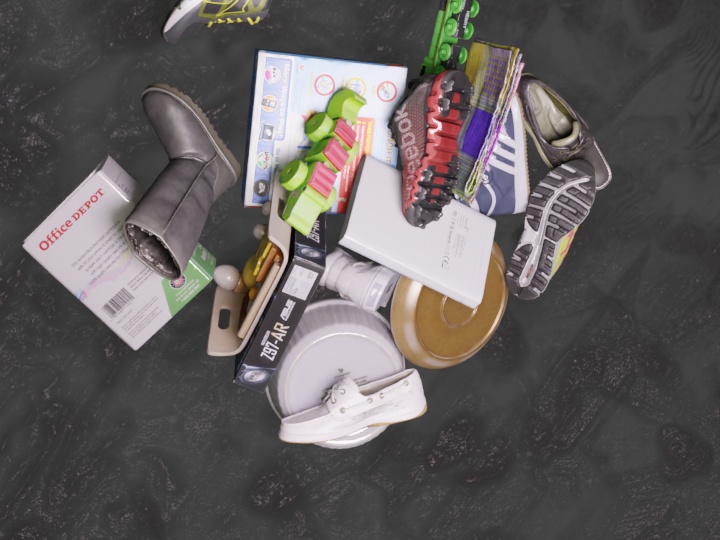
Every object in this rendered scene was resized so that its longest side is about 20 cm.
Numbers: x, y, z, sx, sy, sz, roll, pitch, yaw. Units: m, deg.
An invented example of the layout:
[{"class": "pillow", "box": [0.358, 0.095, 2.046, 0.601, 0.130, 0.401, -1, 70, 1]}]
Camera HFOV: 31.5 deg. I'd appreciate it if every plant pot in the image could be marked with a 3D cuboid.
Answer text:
[{"class": "plant pot", "box": [0.128, 0.042, 1.710, 0.199, 0.027, 0.202, -14, 115, -32]}]

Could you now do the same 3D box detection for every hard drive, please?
[{"class": "hard drive", "box": [0.075, -0.050, 1.627, 0.199, 0.027, 0.133, 26, 56, -17]}]

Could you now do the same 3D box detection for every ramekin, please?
[{"class": "ramekin", "box": [-0.030, 0.145, 1.715, 0.200, 0.094, 0.204, -2, 103, -9]}]

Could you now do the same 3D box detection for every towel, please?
[{"class": "towel", "box": [0.145, -0.198, 1.640, 0.023, 0.144, 0.202, 14, 103, -24]}]

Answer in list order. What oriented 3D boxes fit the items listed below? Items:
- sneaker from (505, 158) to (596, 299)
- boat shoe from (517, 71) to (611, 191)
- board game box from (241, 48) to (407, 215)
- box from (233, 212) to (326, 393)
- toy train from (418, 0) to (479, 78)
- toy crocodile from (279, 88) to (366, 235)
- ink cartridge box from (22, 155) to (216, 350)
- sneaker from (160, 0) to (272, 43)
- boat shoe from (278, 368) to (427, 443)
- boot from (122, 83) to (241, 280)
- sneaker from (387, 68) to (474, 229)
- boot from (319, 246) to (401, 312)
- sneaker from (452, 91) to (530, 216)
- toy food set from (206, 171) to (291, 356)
[{"class": "sneaker", "box": [0.257, -0.061, 1.721, 0.078, 0.090, 0.201, 31, 105, 12]}, {"class": "boat shoe", "box": [0.269, -0.179, 1.705, 0.072, 0.066, 0.201, -41, 106, 1]}, {"class": "board game box", "box": [-0.049, -0.177, 1.657, 0.194, 0.056, 0.202, 5, 102, -11]}, {"class": "box", "box": [-0.101, 0.028, 1.614, 0.043, 0.161, 0.201, 20, 119, -14]}, {"class": "toy train", "box": [0.105, -0.266, 1.660, 0.041, 0.056, 0.202, 3, 106, -38]}, {"class": "toy crocodile", "box": [-0.043, -0.134, 1.572, 0.067, 0.061, 0.201, 40, 58, -28]}, {"class": "ink cartridge box", "box": [-0.304, -0.023, 1.624, 0.145, 0.084, 0.200, -41, 107, 13]}, {"class": "sneaker", "box": [-0.157, -0.335, 1.591, 0.199, 0.074, 0.085, -36, 107, 0]}, {"class": "boat shoe", "box": [-0.014, 0.169, 1.642, 0.198, 0.071, 0.070, -14, 104, -15]}, {"class": "boot", "box": [-0.243, -0.112, 1.571, 0.182, 0.072, 0.201, 46, 49, -15]}, {"class": "sneaker", "box": [0.078, -0.155, 1.608, 0.071, 0.097, 0.202, 8, 94, -48]}, {"class": "boot", "box": [0.000, 0.000, 1.649, 0.095, 0.200, 0.074, 27, 97, 7]}, {"class": "sneaker", "box": [0.160, -0.159, 1.681, 0.107, 0.070, 0.202, -13, 115, -7]}, {"class": "toy food set", "box": [-0.142, -0.008, 1.601, 0.060, 0.144, 0.201, 20, 123, -14]}]
